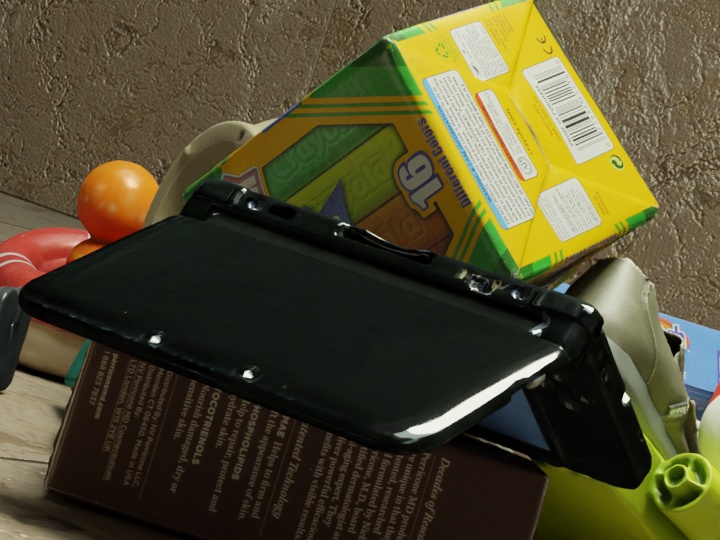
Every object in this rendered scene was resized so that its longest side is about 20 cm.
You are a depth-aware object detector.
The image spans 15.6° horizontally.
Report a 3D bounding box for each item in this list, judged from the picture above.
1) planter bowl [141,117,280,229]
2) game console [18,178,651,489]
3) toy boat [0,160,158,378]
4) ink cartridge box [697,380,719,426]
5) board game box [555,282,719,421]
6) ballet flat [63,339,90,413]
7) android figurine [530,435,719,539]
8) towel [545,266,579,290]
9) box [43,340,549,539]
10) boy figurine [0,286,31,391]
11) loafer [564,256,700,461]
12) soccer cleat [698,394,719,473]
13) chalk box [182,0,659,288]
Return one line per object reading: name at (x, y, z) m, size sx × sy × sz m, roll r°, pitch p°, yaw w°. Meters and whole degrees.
planter bowl at (-0.037, -0.002, 1.409) m, size 0.134 × 0.201 × 0.200 m, roll 24°, pitch -2°, yaw -31°
game console at (-0.007, 0.047, 1.056) m, size 0.199 × 0.117 × 0.176 m, roll 20°, pitch -27°, yaw 32°
toy boat at (-0.158, -0.003, 1.598) m, size 0.130 × 0.131 × 0.200 m, roll 18°, pitch 2°, yaw -13°
ink cartridge box at (0.207, 0.097, 1.371) m, size 0.043 × 0.174 × 0.200 m, roll 27°, pitch -2°, yaw -23°
board game box at (0.105, 0.077, 1.538) m, size 0.151 × 0.045 × 0.200 m, roll 17°, pitch -32°, yaw -24°
ballet flat at (-0.107, 0.059, 1.310) m, size 0.067 × 0.068 × 0.200 m, roll 34°, pitch 0°, yaw -7°
android figurine at (0.105, 0.106, 1.236) m, size 0.182 × 0.041 × 0.200 m, roll 10°, pitch -27°, yaw 44°
towel at (0.000, 0.000, 1.320) m, size 0.144 × 0.200 × 0.023 m, roll 51°, pitch -7°, yaw -2°
box at (-0.028, 0.084, 1.114) m, size 0.199 × 0.075 × 0.100 m, roll 19°, pitch 1°, yaw -4°
boy figurine at (-0.272, 0.004, 1.356) m, size 0.199 × 0.065 × 0.124 m, roll 17°, pitch 2°, yaw 5°
loafer at (0.131, 0.056, 1.246) m, size 0.075 × 0.070 × 0.200 m, roll 22°, pitch -18°, yaw 21°
soccer cleat at (0.237, 0.131, 1.211) m, size 0.200 × 0.070 × 0.086 m, roll 48°, pitch -4°, yaw -5°
chalk box at (0.011, -0.020, 1.223) m, size 0.200 × 0.125 × 0.124 m, roll -36°, pitch -8°, yaw 39°
